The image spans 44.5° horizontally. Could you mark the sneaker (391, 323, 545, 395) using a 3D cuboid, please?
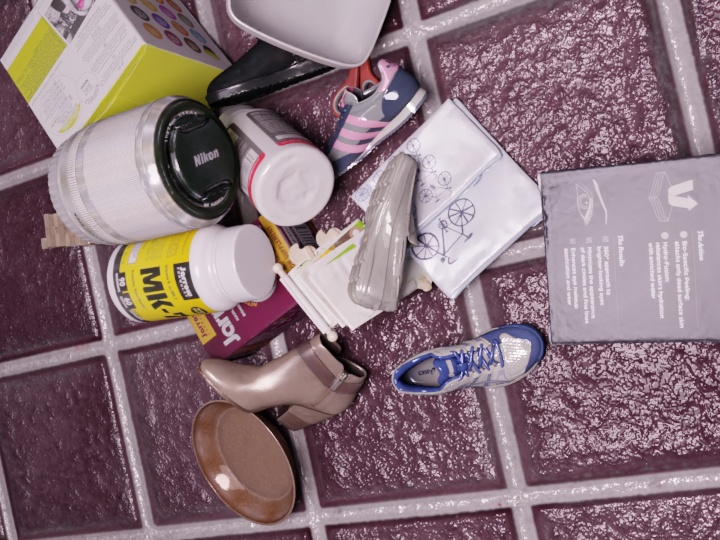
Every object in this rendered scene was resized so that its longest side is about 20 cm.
[{"bbox_3d":[0.134,0.123,1.111,0.199,0.088,0.076,-21,83,24],"label":"sneaker"}]

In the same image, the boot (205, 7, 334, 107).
[{"bbox_3d":[-0.136,-0.323,1.183,0.198,0.073,0.163,-20,93,-1],"label":"boot"}]

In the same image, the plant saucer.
[{"bbox_3d":[-0.161,0.270,1.267,0.200,0.037,0.201,16,119,32],"label":"plant saucer"}]

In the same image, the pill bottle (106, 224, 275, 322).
[{"bbox_3d":[-0.218,0.001,1.141,0.199,0.114,0.115,-9,90,27],"label":"pill bottle"}]

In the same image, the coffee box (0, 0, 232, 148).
[{"bbox_3d":[-0.333,-0.282,1.229,0.200,0.199,0.198,-46,68,21],"label":"coffee box"}]

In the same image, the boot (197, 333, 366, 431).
[{"bbox_3d":[-0.097,0.136,1.188,0.200,0.070,0.146,33,118,-26],"label":"boot"}]

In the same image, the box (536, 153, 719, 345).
[{"bbox_3d":[0.316,-0.022,0.995,0.199,0.117,0.198,-3,93,27],"label":"box"}]

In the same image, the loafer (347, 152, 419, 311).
[{"bbox_3d":[0.040,-0.047,1.102,0.070,0.070,0.201,17,85,-17],"label":"loafer"}]

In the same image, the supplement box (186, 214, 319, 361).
[{"bbox_3d":[-0.141,0.022,1.225,0.200,0.103,0.131,-38,79,24],"label":"supplement box"}]

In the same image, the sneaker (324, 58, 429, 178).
[{"bbox_3d":[-0.007,-0.193,1.146,0.200,0.070,0.082,-39,106,25],"label":"sneaker"}]

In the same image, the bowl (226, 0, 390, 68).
[{"bbox_3d":[-0.064,-0.365,1.117,0.199,0.075,0.201,19,84,-15],"label":"bowl"}]

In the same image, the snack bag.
[{"bbox_3d":[0.115,-0.088,1.120,0.189,0.021,0.200,-43,76,10],"label":"snack bag"}]

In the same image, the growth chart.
[{"bbox_3d":[0.000,0.000,1.139,0.200,0.018,0.145,-27,75,-18],"label":"growth chart"}]

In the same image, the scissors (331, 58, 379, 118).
[{"bbox_3d":[0.007,-0.293,1.181,0.073,0.014,0.201,15,99,26],"label":"scissors"}]

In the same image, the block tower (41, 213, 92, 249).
[{"bbox_3d":[-0.406,-0.067,1.372,0.199,0.054,0.058,-4,92,25],"label":"block tower"}]

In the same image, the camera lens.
[{"bbox_3d":[-0.263,-0.119,1.087,0.199,0.160,0.161,-10,90,32],"label":"camera lens"}]

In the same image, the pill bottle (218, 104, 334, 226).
[{"bbox_3d":[-0.124,-0.148,1.165,0.200,0.110,0.111,46,115,48],"label":"pill bottle"}]
